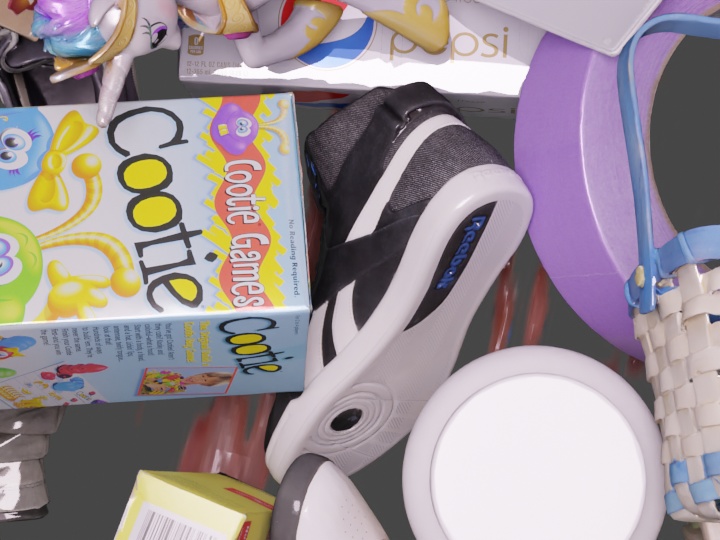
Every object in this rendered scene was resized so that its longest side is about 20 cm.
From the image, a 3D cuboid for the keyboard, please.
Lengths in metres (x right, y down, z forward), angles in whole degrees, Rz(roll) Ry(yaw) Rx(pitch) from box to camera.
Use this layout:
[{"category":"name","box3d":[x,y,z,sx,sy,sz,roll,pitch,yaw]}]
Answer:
[{"category":"keyboard","box3d":[0.057,-0.147,0.964,0.200,0.011,0.056,29,81,41]}]

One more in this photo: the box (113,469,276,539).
[{"category":"box","box3d":[-0.070,0.129,0.940,0.050,0.200,0.075,21,85,8]}]

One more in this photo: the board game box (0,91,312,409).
[{"category":"board game box","box3d":[-0.125,-0.006,0.932,0.200,0.105,0.103,-3,68,-5]}]

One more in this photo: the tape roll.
[{"category":"tape roll","box3d":[0.172,-0.053,0.971,0.200,0.066,0.200,1,87,-23]}]

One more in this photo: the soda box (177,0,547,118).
[{"category":"soda box","box3d":[0.017,-0.110,1.022,0.200,0.068,0.064,2,85,3]}]

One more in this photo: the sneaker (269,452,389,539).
[{"category":"sneaker","box3d":[0.032,0.168,0.948,0.108,0.067,0.202,3,122,27]}]

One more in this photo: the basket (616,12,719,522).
[{"category":"basket","box3d":[0.191,0.000,0.840,0.176,0.139,0.200,0,74,-10]}]

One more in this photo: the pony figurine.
[{"category":"pony figurine","box3d":[-0.058,-0.166,0.901,0.166,0.200,0.193,3,102,46]}]

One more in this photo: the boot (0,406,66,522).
[{"category":"boot","box3d":[-0.149,0.058,1.030,0.200,0.068,0.131,6,97,5]}]

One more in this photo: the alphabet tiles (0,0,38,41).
[{"category":"alphabet tiles","box3d":[-0.188,-0.178,1.015,0.200,0.008,0.167,27,86,40]}]

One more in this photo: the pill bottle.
[{"category":"pill bottle","box3d":[0.075,0.090,0.935,0.112,0.200,0.113,0,85,4]}]

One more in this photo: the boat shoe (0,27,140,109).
[{"category":"boat shoe","box3d":[-0.145,-0.107,1.034,0.073,0.063,0.200,-19,84,1]}]

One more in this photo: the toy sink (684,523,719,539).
[{"category":"toy sink","box3d":[0.222,0.145,0.960,0.130,0.112,0.200,-16,89,1]}]

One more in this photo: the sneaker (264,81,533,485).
[{"category":"sneaker","box3d":[0.000,0.000,1.008,0.200,0.073,0.112,-57,48,29]}]
